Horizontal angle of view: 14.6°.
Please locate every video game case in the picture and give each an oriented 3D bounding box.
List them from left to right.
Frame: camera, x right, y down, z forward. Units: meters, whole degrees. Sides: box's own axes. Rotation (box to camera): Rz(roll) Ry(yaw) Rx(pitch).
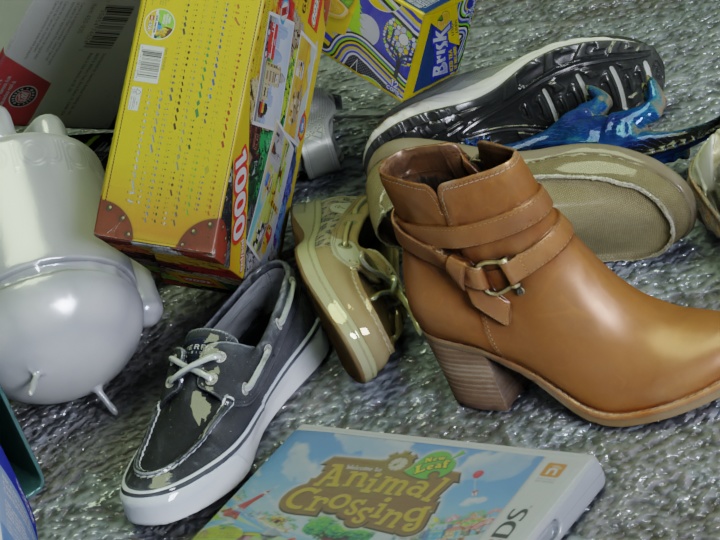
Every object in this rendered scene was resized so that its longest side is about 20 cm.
[{"bbox_3d":[-0.001,0.146,1.452,0.200,0.022,0.182,3,35,38],"label":"video game case"}]

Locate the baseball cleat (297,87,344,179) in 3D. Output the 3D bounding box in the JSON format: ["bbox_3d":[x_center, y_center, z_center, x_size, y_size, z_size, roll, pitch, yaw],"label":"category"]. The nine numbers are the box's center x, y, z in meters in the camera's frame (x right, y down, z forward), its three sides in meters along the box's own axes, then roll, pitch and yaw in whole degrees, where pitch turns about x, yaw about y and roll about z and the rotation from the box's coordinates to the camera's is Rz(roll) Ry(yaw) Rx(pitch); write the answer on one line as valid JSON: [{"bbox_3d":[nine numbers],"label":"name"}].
[{"bbox_3d":[-0.076,-0.069,1.843,0.106,0.070,0.200,5,40,28],"label":"baseball cleat"}]

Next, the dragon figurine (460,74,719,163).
[{"bbox_3d":[0.143,-0.067,1.695,0.099,0.059,0.200,-39,26,-30],"label":"dragon figurine"}]

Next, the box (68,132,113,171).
[{"bbox_3d":[-0.224,-0.024,1.885,0.193,0.048,0.200,-5,32,32],"label":"box"}]

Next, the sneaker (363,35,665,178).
[{"bbox_3d":[0.095,-0.107,1.794,0.200,0.074,0.079,-17,22,6],"label":"sneaker"}]

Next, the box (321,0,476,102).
[{"bbox_3d":[-0.024,-0.191,1.803,0.200,0.070,0.064,34,40,25],"label":"box"}]

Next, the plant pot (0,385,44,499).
[{"bbox_3d":[-0.311,0.080,1.658,0.141,0.141,0.200,-32,27,-22],"label":"plant pot"}]

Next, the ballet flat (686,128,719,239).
[{"bbox_3d":[0.225,-0.045,1.598,0.068,0.067,0.200,-20,27,0],"label":"ballet flat"}]

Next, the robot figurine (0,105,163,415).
[{"bbox_3d":[-0.197,-0.003,1.702,0.169,0.113,0.200,5,53,-37],"label":"robot figurine"}]

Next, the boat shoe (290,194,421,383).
[{"bbox_3d":[0.000,0.000,1.660,0.063,0.073,0.200,-22,27,3],"label":"boat shoe"}]

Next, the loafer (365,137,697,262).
[{"bbox_3d":[0.095,-0.030,1.640,0.200,0.076,0.067,3,45,18],"label":"loafer"}]

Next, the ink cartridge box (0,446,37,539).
[{"bbox_3d":[-0.239,0.169,1.482,0.136,0.076,0.200,-19,38,1],"label":"ink cartridge box"}]

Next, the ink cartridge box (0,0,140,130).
[{"bbox_3d":[-0.159,-0.169,1.898,0.200,0.147,0.083,1,54,-32],"label":"ink cartridge box"}]

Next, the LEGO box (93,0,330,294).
[{"bbox_3d":[-0.086,-0.096,1.686,0.077,0.200,0.149,9,-8,13],"label":"LEGO box"}]

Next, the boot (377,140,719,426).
[{"bbox_3d":[0.110,-0.002,1.500,0.200,0.155,0.077,2,35,37],"label":"boot"}]

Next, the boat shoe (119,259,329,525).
[{"bbox_3d":[-0.083,0.065,1.603,0.072,0.068,0.200,0,34,34],"label":"boat shoe"}]
